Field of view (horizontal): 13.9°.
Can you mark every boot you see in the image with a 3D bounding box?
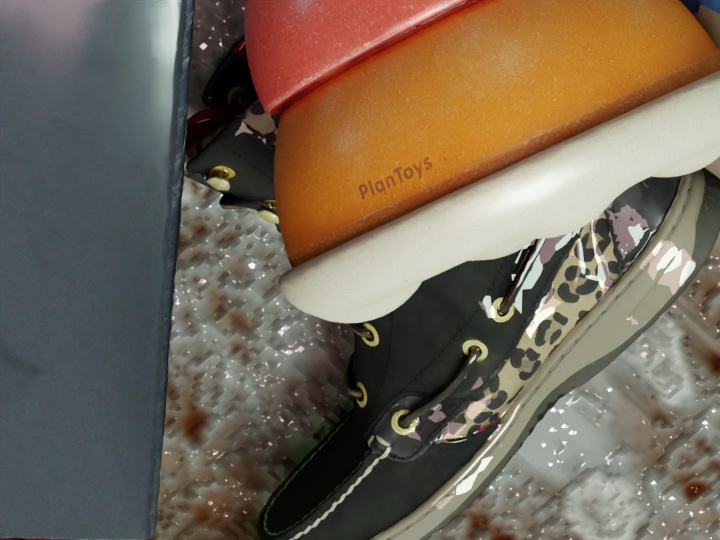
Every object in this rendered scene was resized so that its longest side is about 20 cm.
[{"bbox_3d":[0.000,0.000,0.951,0.150,0.073,0.200,38,116,-19],"label":"boot"}]

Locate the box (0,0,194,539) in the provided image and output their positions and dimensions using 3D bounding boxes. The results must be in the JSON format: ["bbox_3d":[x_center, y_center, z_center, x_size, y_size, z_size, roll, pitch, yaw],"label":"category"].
[{"bbox_3d":[-0.109,-0.060,0.833,0.117,0.200,0.197,2,121,-6],"label":"box"}]

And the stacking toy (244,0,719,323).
[{"bbox_3d":[0.011,-0.099,0.828,0.146,0.146,0.201,-24,90,10],"label":"stacking toy"}]

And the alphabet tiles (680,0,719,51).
[{"bbox_3d":[0.063,-0.121,0.834,0.200,0.006,0.167,31,147,22],"label":"alphabet tiles"}]

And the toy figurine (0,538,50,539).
[{"bbox_3d":[-0.177,0.125,1.002,0.183,0.151,0.200,12,145,4],"label":"toy figurine"}]
